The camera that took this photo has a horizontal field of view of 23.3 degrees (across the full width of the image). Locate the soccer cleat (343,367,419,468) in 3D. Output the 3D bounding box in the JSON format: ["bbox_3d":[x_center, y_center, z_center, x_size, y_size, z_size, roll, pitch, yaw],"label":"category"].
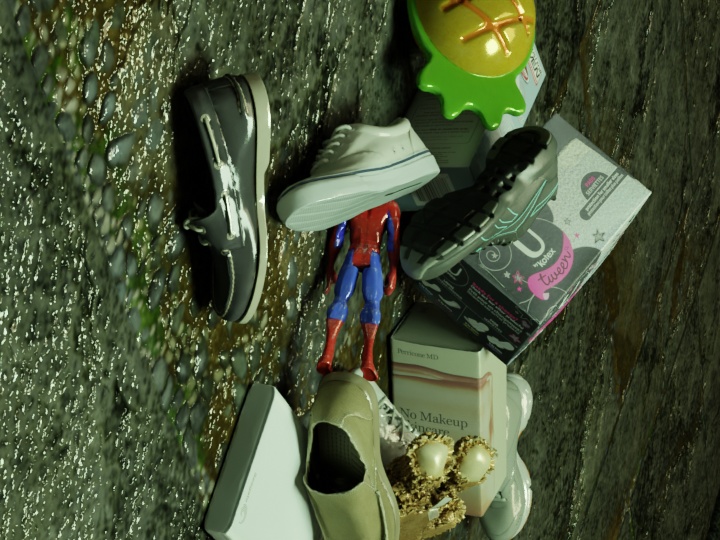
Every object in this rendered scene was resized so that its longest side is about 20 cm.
[{"bbox_3d":[0.026,0.161,1.667,0.200,0.085,0.069,74,32,-47],"label":"soccer cleat"}]

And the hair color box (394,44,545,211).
[{"bbox_3d":[0.102,-0.147,1.711,0.061,0.099,0.200,63,40,-39],"label":"hair color box"}]

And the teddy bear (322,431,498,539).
[{"bbox_3d":[0.041,0.208,1.626,0.145,0.067,0.200,-9,146,-27],"label":"teddy bear"}]

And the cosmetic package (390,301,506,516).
[{"bbox_3d":[0.093,0.143,1.809,0.087,0.103,0.201,-49,141,-55],"label":"cosmetic package"}]

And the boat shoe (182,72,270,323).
[{"bbox_3d":[-0.108,-0.051,1.312,0.063,0.073,0.201,-7,118,-23],"label":"boat shoe"}]

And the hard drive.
[{"bbox_3d":[-0.072,0.198,1.515,0.200,0.027,0.132,59,44,-58],"label":"hard drive"}]

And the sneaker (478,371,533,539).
[{"bbox_3d":[0.152,0.222,2.050,0.092,0.075,0.201,-6,96,-60],"label":"sneaker"}]

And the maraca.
[{"bbox_3d":[0.105,-0.226,1.655,0.107,0.137,0.201,134,-37,-58],"label":"maraca"}]

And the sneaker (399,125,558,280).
[{"bbox_3d":[0.118,-0.046,1.593,0.200,0.075,0.079,-41,133,-24],"label":"sneaker"}]

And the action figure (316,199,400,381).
[{"bbox_3d":[0.000,0.000,1.560,0.052,0.065,0.201,78,19,-65],"label":"action figure"}]

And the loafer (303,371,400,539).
[{"bbox_3d":[-0.016,0.188,1.528,0.067,0.076,0.201,-44,129,-55],"label":"loafer"}]

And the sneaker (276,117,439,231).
[{"bbox_3d":[-0.013,-0.086,1.512,0.200,0.073,0.071,-21,76,-53],"label":"sneaker"}]

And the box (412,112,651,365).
[{"bbox_3d":[0.170,-0.031,1.721,0.200,0.132,0.115,-47,172,-26],"label":"box"}]
